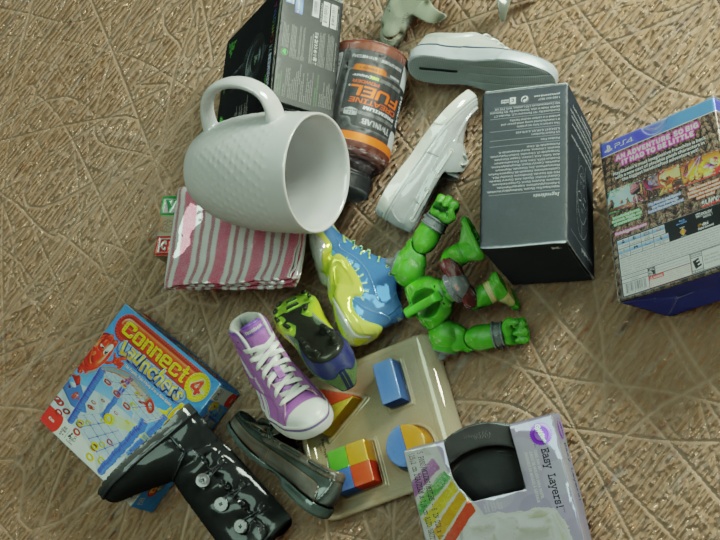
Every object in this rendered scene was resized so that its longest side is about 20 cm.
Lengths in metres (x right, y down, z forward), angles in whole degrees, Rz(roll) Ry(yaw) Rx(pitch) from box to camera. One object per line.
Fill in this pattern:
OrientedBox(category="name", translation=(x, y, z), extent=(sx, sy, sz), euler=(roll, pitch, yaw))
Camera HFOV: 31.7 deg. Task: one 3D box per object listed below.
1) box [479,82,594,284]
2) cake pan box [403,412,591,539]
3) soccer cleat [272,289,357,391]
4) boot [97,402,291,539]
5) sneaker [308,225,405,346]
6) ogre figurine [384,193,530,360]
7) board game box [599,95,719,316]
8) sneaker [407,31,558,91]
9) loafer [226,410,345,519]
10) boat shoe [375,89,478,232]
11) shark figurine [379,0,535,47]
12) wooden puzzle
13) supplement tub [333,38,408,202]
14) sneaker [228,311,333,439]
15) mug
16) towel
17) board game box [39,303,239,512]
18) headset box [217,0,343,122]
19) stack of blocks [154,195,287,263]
OrientedBox(category="box", translation=(0.214, -0.100, 1.522), extent=(0.107, 0.148, 0.201), euler=(-5, 70, 21))
OrientedBox(category="cake pan box", translation=(0.160, 0.272, 1.449), extent=(0.184, 0.052, 0.201), euler=(-15, 83, 14))
OrientedBox(category="soccer cleat", translation=(-0.057, 0.089, 1.591), extent=(0.065, 0.084, 0.200), euler=(-32, 28, -6))
OrientedBox(category="boot", translation=(-0.205, 0.292, 1.574), extent=(0.165, 0.066, 0.200), euler=(-43, 85, 1))
OrientedBox(category="sneaker", translation=(0.000, 0.000, 1.629), extent=(0.105, 0.076, 0.200), euler=(-18, 65, -4))
OrientedBox(category="ogre figurine", translation=(0.111, 0.019, 1.548), extent=(0.120, 0.098, 0.200), euler=(-30, 105, 14))
OrientedBox(category="board game box", translation=(0.374, -0.069, 1.444), extent=(0.159, 0.097, 0.201), euler=(-22, 63, 43))
OrientedBox(category="sneaker", translation=(0.163, -0.277, 1.648), extent=(0.199, 0.073, 0.071), euler=(13, 54, 15))
OrientedBox(category="loafer", translation=(-0.088, 0.225, 1.565), extent=(0.200, 0.072, 0.063), euler=(38, 99, 39))
OrientedBox(category="boat shoe", translation=(0.100, -0.138, 1.631), extent=(0.068, 0.072, 0.200), euler=(36, 81, 6))
OrientedBox(category="shark figurine", translation=(0.116, -0.381, 1.702), extent=(0.214, 0.089, 0.129), euler=(-12, 102, 26))
OrientedBox(category="wooden puzzle", translation=(0.018, 0.190, 1.560), extent=(0.200, 0.046, 0.186), euler=(-21, 66, 14))
OrientedBox(category="supplement tub", translation=(-0.004, -0.194, 1.666), extent=(0.107, 0.107, 0.201), euler=(5, 75, 23))
OrientedBox(category="sneaker", translation=(-0.109, 0.122, 1.557), extent=(0.073, 0.114, 0.200), euler=(-33, 38, -14))
OrientedBox(category="mug", translation=(-0.131, -0.145, 1.560), extent=(0.175, 0.200, 0.148), euler=(4, 34, 31))
OrientedBox(category="towel", translation=(-0.163, -0.048, 1.656), extent=(0.199, 0.030, 0.147), euler=(-2, 71, 21))
OrientedBox(category="board game box", translation=(-0.295, 0.180, 1.683), extent=(0.200, 0.056, 0.196), euler=(35, 88, 28))
OrientedBox(category="headset box", translation=(-0.113, -0.254, 1.685), extent=(0.200, 0.093, 0.175), euler=(-28, 52, 57))
OrientedBox(category="stack of blocks", translation=(-0.172, -0.066, 1.716), extent=(0.199, 0.059, 0.116), euler=(-1, 72, 22))
